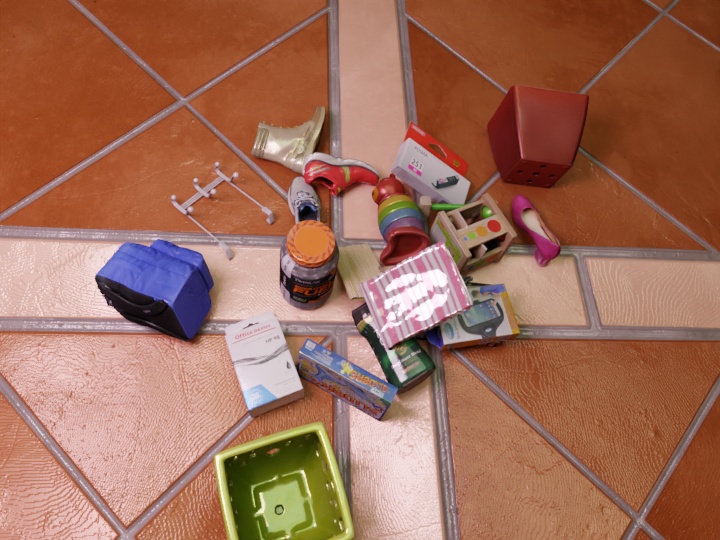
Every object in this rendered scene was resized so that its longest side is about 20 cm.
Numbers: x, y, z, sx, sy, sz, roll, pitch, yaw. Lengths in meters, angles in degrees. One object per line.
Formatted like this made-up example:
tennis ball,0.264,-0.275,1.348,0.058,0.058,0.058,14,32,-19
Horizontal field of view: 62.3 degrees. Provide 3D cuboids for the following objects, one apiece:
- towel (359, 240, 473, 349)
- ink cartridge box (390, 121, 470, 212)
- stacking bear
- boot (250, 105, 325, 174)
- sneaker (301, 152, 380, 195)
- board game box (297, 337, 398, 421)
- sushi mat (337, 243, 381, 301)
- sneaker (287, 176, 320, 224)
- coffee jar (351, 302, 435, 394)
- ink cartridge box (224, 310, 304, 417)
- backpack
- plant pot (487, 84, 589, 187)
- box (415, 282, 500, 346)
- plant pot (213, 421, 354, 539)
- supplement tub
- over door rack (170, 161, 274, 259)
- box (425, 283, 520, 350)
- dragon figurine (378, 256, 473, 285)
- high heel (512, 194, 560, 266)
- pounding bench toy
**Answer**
towel,0.107,0.048,1.179,0.198,0.030,0.148,-27,77,13
ink cartridge box,0.185,-0.258,1.459,0.199,0.043,0.175,31,61,-18
stacking bear,0.083,-0.131,1.386,0.112,0.122,0.202,-5,56,-18
boot,-0.175,-0.342,1.469,0.153,0.073,0.202,17,67,-3
sneaker,-0.048,-0.219,1.422,0.197,0.077,0.086,6,78,-23
board game box,-0.031,0.217,1.171,0.198,0.136,0.035,28,61,7
sushi mat,0.000,0.000,1.303,0.094,0.012,0.201,-8,35,-13
sneaker,-0.121,-0.141,1.368,0.076,0.085,0.202,-8,64,-12
coffee jar,0.065,0.148,1.245,0.103,0.085,0.201,-31,70,-5
ink cartridge box,-0.200,0.175,1.200,0.114,0.067,0.202,-20,68,-11
backpack,-0.410,0.029,1.201,0.197,0.164,0.169,15,52,14
plant pot,0.440,-0.321,1.496,0.197,0.200,0.179,6,74,-5
box,0.207,0.091,1.325,0.197,0.040,0.139,6,63,-5
plant pot,-0.135,0.402,1.035,0.197,0.182,0.201,-13,66,-15
supplement tub,-0.108,-0.011,1.238,0.121,0.201,0.124,3,62,-6
over door rack,-0.312,-0.147,1.353,0.200,0.067,0.148,42,66,13
box,0.231,0.099,1.280,0.197,0.042,0.121,-6,64,-14
dragon figurine,0.134,0.024,1.255,0.197,0.100,0.059,-6,49,27
high heel,0.423,-0.114,1.430,0.066,0.096,0.203,-4,64,-10
pounding bench toy,0.242,-0.109,1.384,0.154,0.125,0.201,-22,68,-19
